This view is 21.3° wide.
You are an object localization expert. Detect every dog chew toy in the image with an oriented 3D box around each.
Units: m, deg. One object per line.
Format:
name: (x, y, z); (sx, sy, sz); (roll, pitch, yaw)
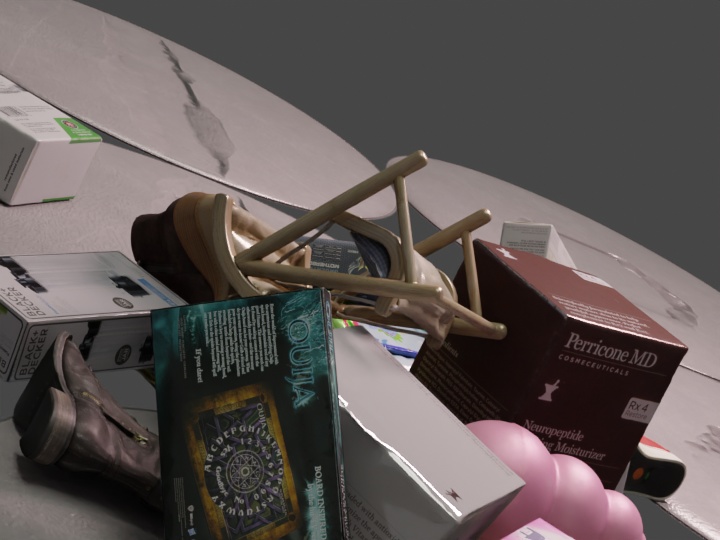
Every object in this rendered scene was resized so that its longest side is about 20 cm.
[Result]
dog chew toy: (0.154, 0.208, 1.649); (0.200, 0.125, 0.125); (23, 15, -15)

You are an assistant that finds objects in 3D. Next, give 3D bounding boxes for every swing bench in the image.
swing bench: (0.000, 0.000, 1.667); (0.200, 0.130, 0.199); (-11, -16, 19)

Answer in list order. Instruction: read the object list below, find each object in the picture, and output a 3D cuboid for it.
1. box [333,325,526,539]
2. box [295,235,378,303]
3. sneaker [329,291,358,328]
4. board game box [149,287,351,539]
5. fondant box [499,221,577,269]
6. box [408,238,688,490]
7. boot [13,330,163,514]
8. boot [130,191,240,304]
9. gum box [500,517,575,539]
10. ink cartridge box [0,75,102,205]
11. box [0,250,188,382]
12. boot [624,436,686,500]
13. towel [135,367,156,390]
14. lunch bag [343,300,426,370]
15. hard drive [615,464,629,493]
box: (-0.002, 0.158, 1.502); (0.199, 0.131, 0.200); (44, 15, 14)
box: (-0.063, -0.001, 2.000); (0.200, 0.051, 0.158); (7, -10, 2)
sneaker: (-0.028, 0.114, 1.799); (0.077, 0.084, 0.200); (43, 24, -47)
board game box: (-0.080, 0.119, 1.393); (0.135, 0.200, 0.028); (-7, -14, 10)
fondant box: (0.177, 0.067, 2.022); (0.058, 0.200, 0.144); (5, -18, 20)
box: (0.162, 0.106, 1.791); (0.166, 0.200, 0.164); (15, 18, -36)
boot: (-0.182, 0.137, 1.517); (0.174, 0.069, 0.200); (28, 17, -19)
boot: (-0.148, 0.030, 1.773); (0.072, 0.200, 0.166); (-8, -3, -33)
gum box: (0.178, 0.270, 1.456); (0.200, 0.066, 0.113); (31, 13, 19)
ink cartridge box: (-0.407, -0.157, 2.087); (0.200, 0.083, 0.147); (32, 15, 16)
box: (-0.257, 0.037, 1.671); (0.117, 0.060, 0.200); (36, 24, 33)
boot: (0.252, 0.180, 2.105); (0.200, 0.072, 0.144); (24, 12, -45)
towel: (-0.155, 0.082, 1.819); (0.144, 0.023, 0.200); (37, 17, 37)
lunch bag: (0.010, 0.095, 1.953); (0.200, 0.083, 0.161); (16, 21, -34)
hard drive: (0.226, 0.148, 1.909); (0.025, 0.200, 0.132); (-7, 30, -28)
